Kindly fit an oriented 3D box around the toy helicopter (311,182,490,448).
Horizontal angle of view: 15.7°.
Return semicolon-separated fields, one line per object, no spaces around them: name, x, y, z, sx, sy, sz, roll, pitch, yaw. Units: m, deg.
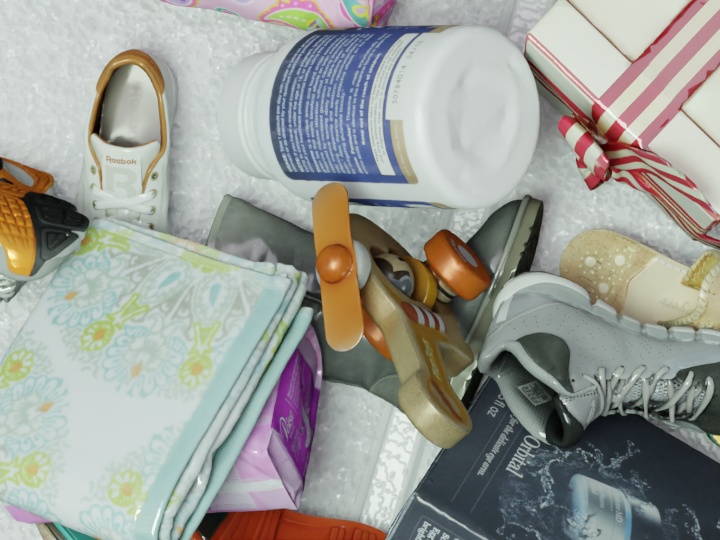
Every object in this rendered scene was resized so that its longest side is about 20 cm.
toy helicopter;0.023;0.030;1.547;0.079;0.200;0.132;-41;123;15

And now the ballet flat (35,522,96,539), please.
ballet flat;-0.142;0.221;1.690;0.199;0.068;0.067;35;114;7

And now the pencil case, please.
pencil case;-0.069;-0.204;1.690;0.198;0.087;0.088;14;89;6

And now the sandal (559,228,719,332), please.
sandal;0.211;0.020;1.625;0.211;0.070;0.078;21;82;27

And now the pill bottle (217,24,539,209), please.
pill bottle;0.006;-0.096;1.625;0.199;0.110;0.112;4;87;46

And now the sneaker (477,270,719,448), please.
sneaker;0.161;0.080;1.578;0.199;0.116;0.075;19;126;10

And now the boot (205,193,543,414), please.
boot;0.000;-0.001;1.689;0.199;0.073;0.183;26;90;12

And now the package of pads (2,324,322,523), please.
package of pads;-0.126;0.092;1.645;0.198;0.076;0.121;-6;48;19

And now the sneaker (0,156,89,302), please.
sneaker;-0.224;-0.010;1.651;0.075;0.200;0.093;17;100;-15

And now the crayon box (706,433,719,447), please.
crayon box;0.332;0.122;1.652;0.200;0.058;0.119;39;91;6

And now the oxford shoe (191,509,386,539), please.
oxford shoe;-0.031;0.198;1.686;0.199;0.073;0.071;28;57;-8

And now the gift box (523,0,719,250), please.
gift box;0.212;-0.118;1.612;0.187;0.185;0.200;-45;81;0

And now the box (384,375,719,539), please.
box;0.125;0.175;1.586;0.199;0.197;0.118;31;124;5

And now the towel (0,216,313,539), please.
towel;-0.138;0.067;1.585;0.170;0.048;0.201;15;64;34

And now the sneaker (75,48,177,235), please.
sneaker;-0.158;-0.044;1.692;0.072;0.085;0.202;1;89;3
